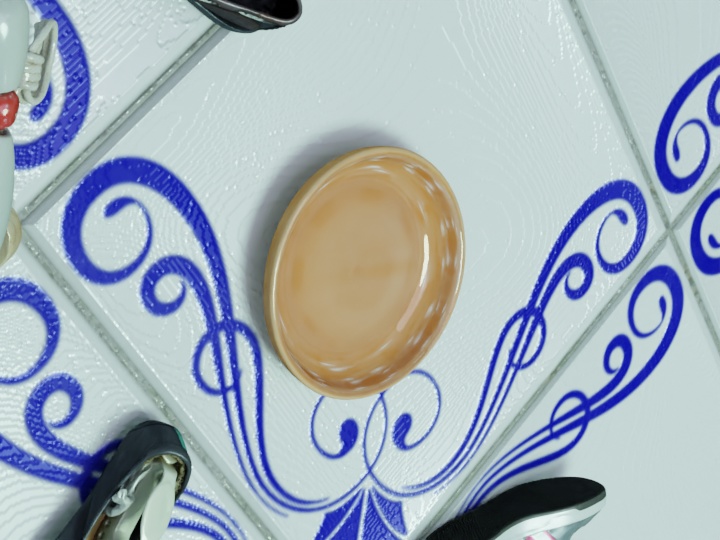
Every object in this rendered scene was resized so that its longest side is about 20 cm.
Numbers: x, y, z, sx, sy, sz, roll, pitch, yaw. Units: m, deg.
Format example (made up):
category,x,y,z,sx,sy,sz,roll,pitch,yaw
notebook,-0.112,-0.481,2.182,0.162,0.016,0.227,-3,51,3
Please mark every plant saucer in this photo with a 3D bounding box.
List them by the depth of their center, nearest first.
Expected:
category,x,y,z,sx,sy,sz,roll,pitch,yaw
plant saucer,0.000,0.000,1.095,0.198,0.037,0.203,-14,112,-38

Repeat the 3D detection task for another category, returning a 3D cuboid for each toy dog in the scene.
category,x,y,z,sx,sy,sz,roll,pitch,yaw
toy dog,-0.250,-0.071,0.823,0.095,0.132,0.203,11,93,-3

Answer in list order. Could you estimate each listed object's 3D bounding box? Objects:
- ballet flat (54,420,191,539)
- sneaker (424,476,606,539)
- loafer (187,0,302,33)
category,x,y,z,sx,sy,sz,roll,pitch,yaw
ballet flat,-0.180,0.201,0.984,0.073,0.073,0.202,38,78,-41
sneaker,0.149,0.275,1.278,0.198,0.083,0.122,-18,110,-27
loafer,-0.117,-0.215,0.908,0.199,0.063,0.073,26,87,-42
